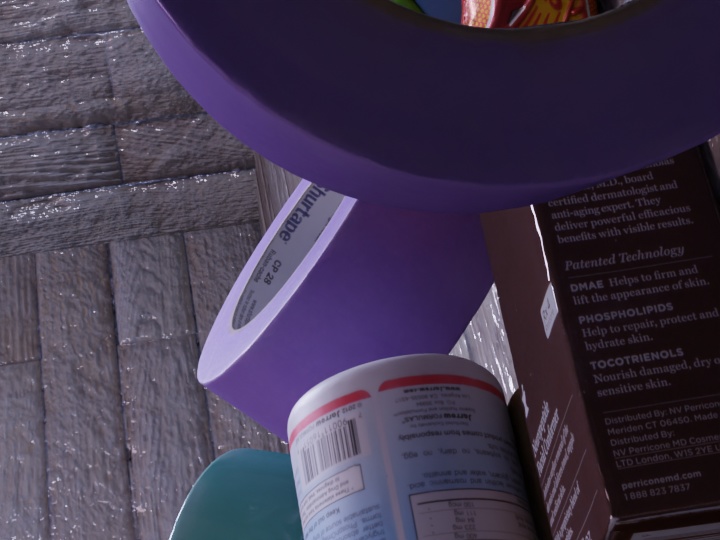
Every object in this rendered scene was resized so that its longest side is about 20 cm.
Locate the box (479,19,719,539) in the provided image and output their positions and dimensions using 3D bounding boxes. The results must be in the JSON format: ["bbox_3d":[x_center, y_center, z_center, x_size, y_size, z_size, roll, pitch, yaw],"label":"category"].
[{"bbox_3d":[0.096,0.014,0.627,0.100,0.074,0.202,93,169,-61],"label":"box"}]

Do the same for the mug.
[{"bbox_3d":[-0.031,0.198,0.924,0.152,0.113,0.187,28,-110,-65],"label":"mug"}]

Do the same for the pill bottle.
[{"bbox_3d":[0.032,0.149,0.758,0.109,0.107,0.202,94,167,-62],"label":"pill bottle"}]

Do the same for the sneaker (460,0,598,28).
[{"bbox_3d":[0.077,-0.126,0.732,0.077,0.072,0.202,-62,-25,-62],"label":"sneaker"}]

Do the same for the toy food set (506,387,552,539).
[{"bbox_3d":[0.108,0.138,0.771,0.199,0.048,0.201,89,171,-47],"label":"toy food set"}]

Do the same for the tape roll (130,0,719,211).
[{"bbox_3d":[0.029,-0.118,0.418,0.085,0.198,0.202,156,106,-83],"label":"tape roll"}]

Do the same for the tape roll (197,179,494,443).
[{"bbox_3d":[0.000,0.000,0.912,0.201,0.085,0.200,-53,12,17],"label":"tape roll"}]

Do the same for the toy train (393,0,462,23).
[{"bbox_3d":[0.031,-0.160,0.858,0.085,0.115,0.201,49,-164,-23],"label":"toy train"}]
